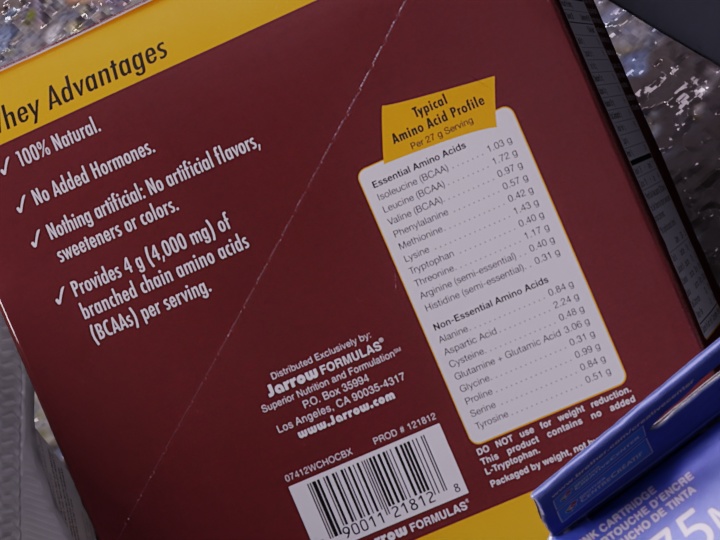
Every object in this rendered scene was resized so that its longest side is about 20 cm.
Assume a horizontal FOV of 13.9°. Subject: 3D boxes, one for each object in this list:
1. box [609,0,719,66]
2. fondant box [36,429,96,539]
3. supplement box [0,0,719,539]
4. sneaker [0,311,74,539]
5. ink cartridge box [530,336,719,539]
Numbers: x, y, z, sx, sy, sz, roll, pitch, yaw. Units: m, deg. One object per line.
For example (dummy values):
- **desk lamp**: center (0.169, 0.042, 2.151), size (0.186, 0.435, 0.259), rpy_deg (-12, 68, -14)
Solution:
- **box**: center (0.193, -0.073, 0.944), size (0.200, 0.141, 0.079), rpy_deg (38, 111, 47)
- **fondant box**: center (-0.200, 0.065, 1.027), size (0.144, 0.200, 0.058), rpy_deg (-28, 36, 7)
- **supplement box**: center (0.000, 0.000, 0.937), size (0.197, 0.201, 0.133), rpy_deg (-23, -1, 11)
- **sneaker**: center (-0.150, 0.081, 0.923), size (0.118, 0.074, 0.201), rpy_deg (-44, 57, 35)
- **ink cartridge box**: center (0.119, 0.074, 0.818), size (0.119, 0.200, 0.042), rpy_deg (-37, 58, -4)
